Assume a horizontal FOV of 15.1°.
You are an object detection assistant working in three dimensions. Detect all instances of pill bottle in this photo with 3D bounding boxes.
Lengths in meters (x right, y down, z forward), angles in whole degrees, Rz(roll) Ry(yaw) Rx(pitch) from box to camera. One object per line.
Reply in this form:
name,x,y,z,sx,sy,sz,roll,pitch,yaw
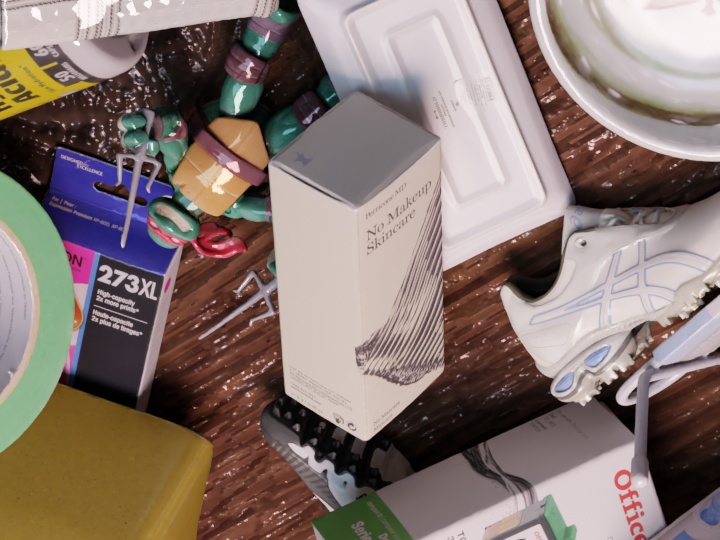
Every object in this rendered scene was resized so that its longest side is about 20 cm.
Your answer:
pill bottle,-0.236,-0.141,1.620,0.200,0.111,0.111,-18,112,26

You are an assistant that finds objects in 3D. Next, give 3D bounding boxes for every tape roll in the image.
tape roll,-0.271,0.026,1.641,0.048,0.200,0.201,12,130,52

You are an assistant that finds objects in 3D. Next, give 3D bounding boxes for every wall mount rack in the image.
wall mount rack,0.221,0.047,1.551,0.200,0.174,0.075,-45,71,32

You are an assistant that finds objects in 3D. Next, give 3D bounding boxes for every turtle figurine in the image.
turtle figurine,-0.080,-0.067,1.621,0.150,0.101,0.200,30,108,-22

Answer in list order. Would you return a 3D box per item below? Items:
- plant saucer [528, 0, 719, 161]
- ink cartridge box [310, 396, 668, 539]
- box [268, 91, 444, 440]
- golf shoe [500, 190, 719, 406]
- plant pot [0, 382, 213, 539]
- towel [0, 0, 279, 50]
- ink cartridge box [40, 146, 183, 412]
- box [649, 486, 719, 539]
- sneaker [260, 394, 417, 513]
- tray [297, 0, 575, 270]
plant saucer,0.195,-0.160,1.511,0.200,0.050,0.200,7,121,12
ink cartridge box,0.091,0.186,1.664,0.200,0.084,0.146,-24,114,-9
box,0.000,0.000,1.587,0.068,0.082,0.200,31,146,27
golf shoe,0.163,-0.010,1.597,0.200,0.078,0.097,-42,87,26
plant pot,-0.227,0.206,1.741,0.194,0.200,0.196,19,137,6
towel,-0.132,-0.210,1.474,0.200,0.035,0.193,-6,131,-16
ink cartridge box,-0.173,0.024,1.741,0.095,0.037,0.200,19,121,7
box,0.257,0.179,1.602,0.200,0.112,0.101,-37,106,-2
sneaker,0.009,0.160,1.743,0.200,0.066,0.091,34,121,-6
tray,0.048,-0.095,1.579,0.107,0.022,0.200,-25,115,-2
